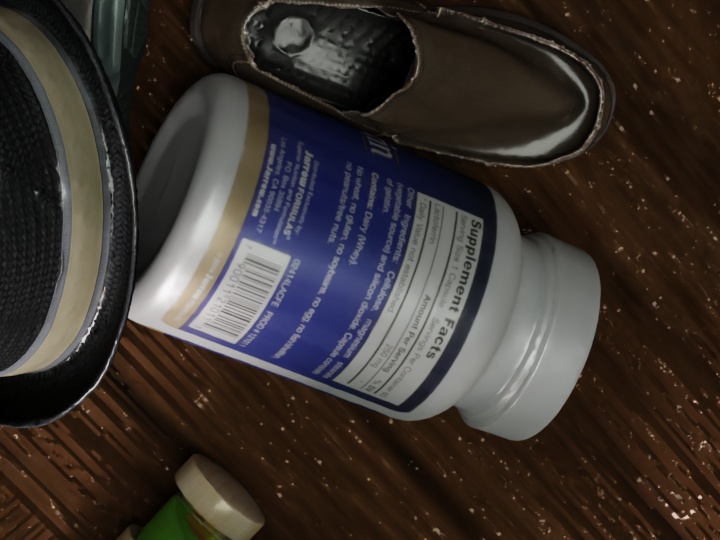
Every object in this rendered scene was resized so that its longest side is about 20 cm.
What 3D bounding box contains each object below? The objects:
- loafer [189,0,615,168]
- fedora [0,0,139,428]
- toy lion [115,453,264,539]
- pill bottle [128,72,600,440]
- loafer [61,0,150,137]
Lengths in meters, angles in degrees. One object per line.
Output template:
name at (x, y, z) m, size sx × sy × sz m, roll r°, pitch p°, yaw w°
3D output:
loafer at (0.022, -0.084, 0.982) m, size 0.199 × 0.071 × 0.073 m, roll 11°, pitch 105°, yaw -13°
fedora at (-0.177, -0.026, 0.904) m, size 0.091 × 0.200 × 0.201 m, roll -16°, pitch 114°, yaw -44°
toy lion at (-0.017, 0.192, 0.997) m, size 0.200 × 0.192 × 0.069 m, roll 42°, pitch 95°, yaw -18°
pill bottle at (0.000, 0.000, 0.979) m, size 0.200 × 0.116 × 0.116 m, roll 22°, pitch 102°, yaw -20°
loafer at (-0.135, -0.060, 0.973) m, size 0.063 × 0.072 × 0.201 m, roll 11°, pitch 99°, yaw 6°
